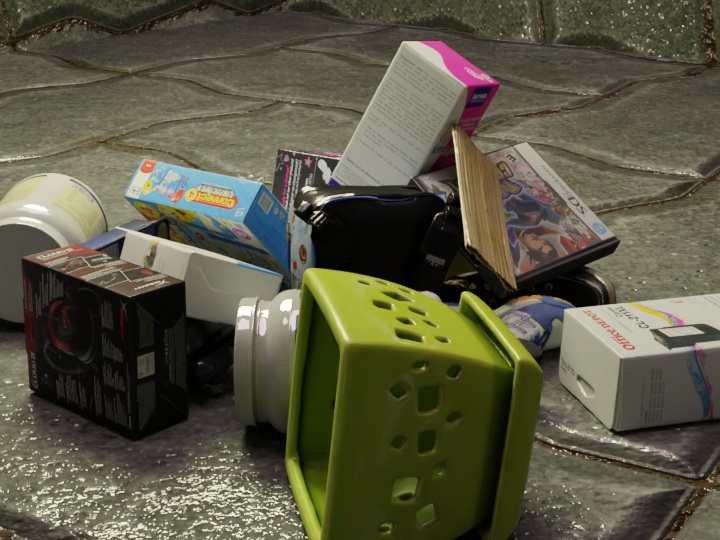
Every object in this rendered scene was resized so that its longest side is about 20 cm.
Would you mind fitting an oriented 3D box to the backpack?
[{"bbox_3d":[0.000,0.000,1.501,0.198,0.192,0.154,-2,12,-22],"label":"backpack"}]

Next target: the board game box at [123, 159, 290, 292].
[{"bbox_3d":[-0.159,-0.047,1.656,0.195,0.200,0.056,13,67,34],"label":"board game box"}]

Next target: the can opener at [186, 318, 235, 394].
[{"bbox_3d":[-0.150,0.083,1.459,0.063,0.079,0.200,-2,8,20],"label":"can opener"}]

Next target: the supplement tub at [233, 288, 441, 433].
[{"bbox_3d":[-0.018,0.089,1.309,0.198,0.142,0.140,1,18,1],"label":"supplement tub"}]

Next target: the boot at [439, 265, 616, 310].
[{"bbox_3d":[0.184,0.035,1.577,0.150,0.074,0.199,-13,19,-37],"label":"boot"}]

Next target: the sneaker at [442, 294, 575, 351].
[{"bbox_3d":[0.159,0.083,1.471,0.198,0.076,0.088,-6,40,-18],"label":"sneaker"}]

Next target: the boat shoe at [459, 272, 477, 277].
[{"bbox_3d":[0.196,-0.024,1.762,0.198,0.066,0.072,7,20,18],"label":"boat shoe"}]

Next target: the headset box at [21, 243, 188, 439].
[{"bbox_3d":[-0.267,0.065,1.369,0.199,0.150,0.075,15,23,39],"label":"headset box"}]

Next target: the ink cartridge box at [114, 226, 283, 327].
[{"bbox_3d":[-0.187,0.009,1.448,0.114,0.068,0.199,16,0,-35],"label":"ink cartridge box"}]

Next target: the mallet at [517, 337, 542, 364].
[{"bbox_3d":[0.092,0.068,1.381,0.199,0.066,0.041,28,23,2],"label":"mallet"}]

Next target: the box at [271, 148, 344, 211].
[{"bbox_3d":[-0.024,-0.088,1.783,0.114,0.133,0.200,11,6,28],"label":"box"}]

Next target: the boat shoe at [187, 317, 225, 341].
[{"bbox_3d":[-0.215,0.062,1.519,0.073,0.064,0.201,13,21,38],"label":"boat shoe"}]

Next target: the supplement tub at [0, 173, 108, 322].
[{"bbox_3d":[-0.395,-0.028,1.650,0.144,0.146,0.200,0,19,0],"label":"supplement tub"}]

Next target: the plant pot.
[{"bbox_3d":[0.043,0.122,1.142,0.180,0.202,0.199,3,17,-14],"label":"plant pot"}]

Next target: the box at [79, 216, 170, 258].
[{"bbox_3d":[-0.283,0.017,1.556,0.032,0.122,0.200,8,20,25],"label":"box"}]

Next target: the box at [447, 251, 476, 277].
[{"bbox_3d":[0.085,-0.028,1.663,0.050,0.076,0.200,-13,3,-15],"label":"box"}]

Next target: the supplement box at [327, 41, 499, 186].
[{"bbox_3d":[0.063,-0.164,1.609,0.103,0.201,0.101,37,25,20],"label":"supplement box"}]

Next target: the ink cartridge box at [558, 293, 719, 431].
[{"bbox_3d":[0.325,0.092,1.394,0.198,0.084,0.146,-5,20,-16],"label":"ink cartridge box"}]

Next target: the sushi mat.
[{"bbox_3d":[0.136,-0.072,1.501,0.012,0.096,0.201,-27,42,24],"label":"sushi mat"}]

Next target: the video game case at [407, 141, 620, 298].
[{"bbox_3d":[0.180,-0.065,1.575,0.199,0.026,0.181,-19,59,-37],"label":"video game case"}]
